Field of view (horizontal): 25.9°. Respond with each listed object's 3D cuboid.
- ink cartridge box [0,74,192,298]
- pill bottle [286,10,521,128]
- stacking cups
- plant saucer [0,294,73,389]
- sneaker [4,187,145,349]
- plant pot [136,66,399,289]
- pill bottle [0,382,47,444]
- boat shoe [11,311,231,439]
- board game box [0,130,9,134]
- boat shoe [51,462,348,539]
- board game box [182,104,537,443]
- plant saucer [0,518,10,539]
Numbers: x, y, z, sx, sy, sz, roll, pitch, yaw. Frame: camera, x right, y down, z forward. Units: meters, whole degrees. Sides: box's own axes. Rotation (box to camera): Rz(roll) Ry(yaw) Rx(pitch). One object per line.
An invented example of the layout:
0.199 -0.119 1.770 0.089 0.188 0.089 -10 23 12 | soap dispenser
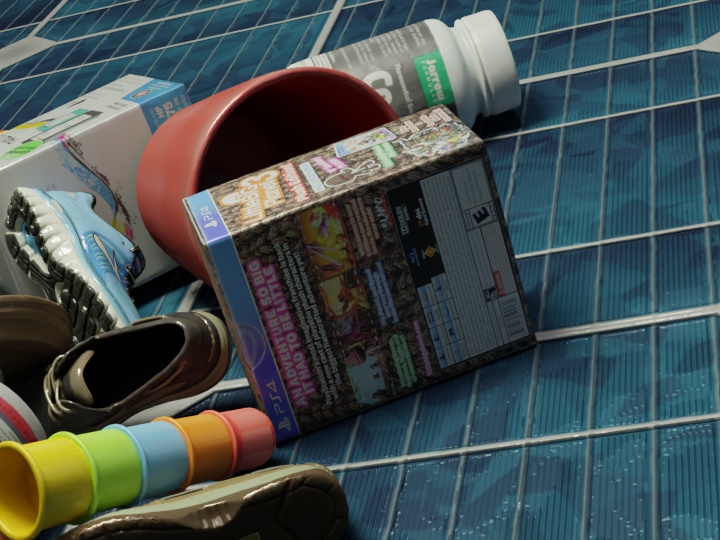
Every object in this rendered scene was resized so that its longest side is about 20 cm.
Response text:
-0.238 -0.062 1.362 0.200 0.146 0.147 -29 21 -21 | ink cartridge box
0.039 -0.166 1.448 0.200 0.113 0.113 -19 26 -3 | pill bottle
-0.134 0.116 0.977 0.060 0.061 0.200 9 13 43 | stacking cups
-0.299 0.082 1.131 0.200 0.200 0.030 -23 68 -11 | plant saucer
-0.198 0.006 1.222 0.090 0.078 0.200 -14 59 -37 | sneaker
-0.083 -0.064 1.254 0.200 0.201 0.177 -30 20 -25 | plant pot
-0.294 0.162 0.996 0.119 0.120 0.200 -5 28 23 | pill bottle
-0.190 0.077 1.102 0.200 0.073 0.075 -28 69 9 | boat shoe
-0.426 -0.070 1.557 0.200 0.105 0.103 1 31 33 | board game box
-0.107 0.165 0.949 0.200 0.072 0.076 -13 10 -8 | boat shoe
0.000 0.000 1.088 0.200 0.160 0.097 -20 25 -7 | board game box
-0.288 0.186 0.876 0.037 0.200 0.200 -26 13 46 | plant saucer
